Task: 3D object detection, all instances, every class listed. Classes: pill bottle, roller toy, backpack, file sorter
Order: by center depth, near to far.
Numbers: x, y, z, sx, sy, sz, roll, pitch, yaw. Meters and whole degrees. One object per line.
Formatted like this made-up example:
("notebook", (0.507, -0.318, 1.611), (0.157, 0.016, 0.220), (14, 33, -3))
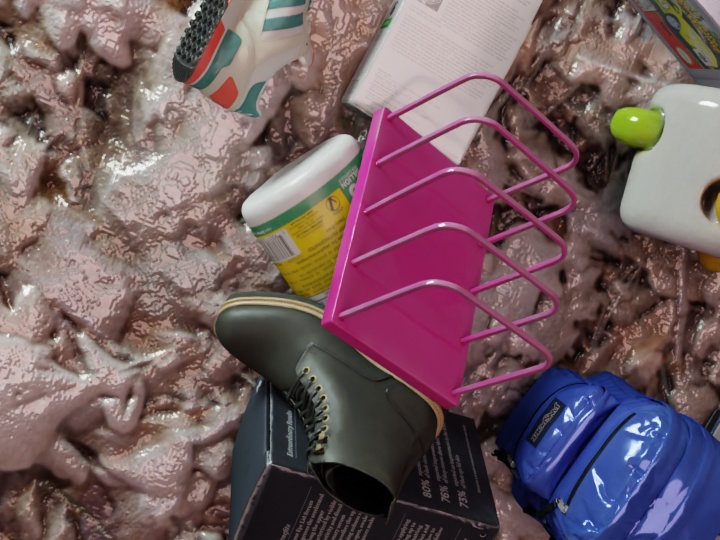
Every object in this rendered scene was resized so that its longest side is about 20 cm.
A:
("file sorter", (0.079, -0.026, 0.924), (0.138, 0.125, 0.202), (34, 53, -31))
("pill bottle", (0.000, 0.000, 1.007), (0.112, 0.113, 0.201), (-35, 102, -5))
("roller toy", (0.317, -0.066, 1.023), (0.181, 0.199, 0.142), (11, 98, -40))
("backpack", (0.210, 0.177, 1.029), (0.167, 0.200, 0.164), (32, 92, -14))

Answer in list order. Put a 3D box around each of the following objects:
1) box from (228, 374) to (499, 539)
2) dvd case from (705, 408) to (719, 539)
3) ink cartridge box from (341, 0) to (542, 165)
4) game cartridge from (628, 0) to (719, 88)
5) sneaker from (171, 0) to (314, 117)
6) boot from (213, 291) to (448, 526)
("box", (-0.002, 0.177, 1.002), (0.198, 0.148, 0.105), (18, 116, -12))
("dvd case", (0.336, 0.252, 1.115), (0.150, 0.025, 0.201), (41, 69, -8))
("ink cartridge box", (0.078, -0.202, 1.028), (0.108, 0.050, 0.202), (28, 91, -14))
("game cartridge", (0.281, -0.214, 1.024), (0.041, 0.133, 0.200), (-45, 103, -3))
("sneaker", (-0.067, -0.218, 0.996), (0.093, 0.070, 0.201), (33, 88, -31))
("boot", (-0.038, 0.098, 0.924), (0.198, 0.139, 0.078), (23, 123, 7))
